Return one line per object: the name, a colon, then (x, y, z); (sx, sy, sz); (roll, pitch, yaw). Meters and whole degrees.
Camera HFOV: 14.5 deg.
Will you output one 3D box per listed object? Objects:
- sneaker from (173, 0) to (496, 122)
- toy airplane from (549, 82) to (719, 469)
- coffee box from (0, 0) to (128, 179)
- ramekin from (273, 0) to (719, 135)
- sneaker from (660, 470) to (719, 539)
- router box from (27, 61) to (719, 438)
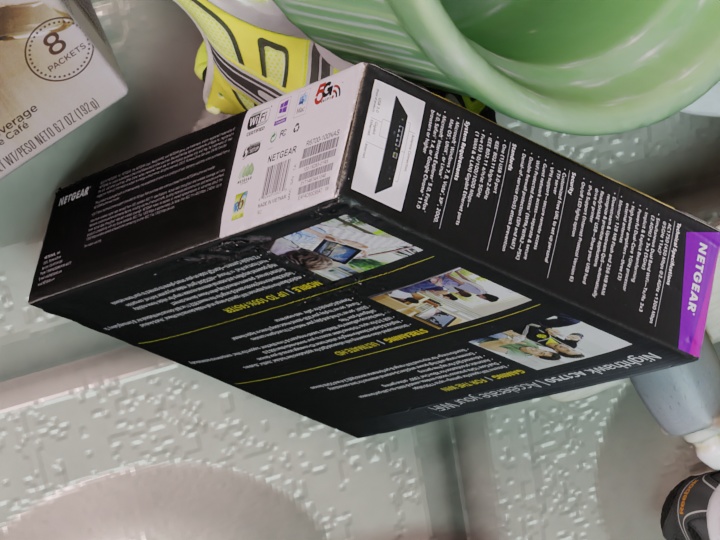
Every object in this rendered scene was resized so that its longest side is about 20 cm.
sneaker: (-0.012, -0.073, 0.990); (0.076, 0.075, 0.200); (-20, 126, 21)
toy airplane: (0.187, -0.009, 1.042); (0.199, 0.141, 0.200); (15, 121, -16)
coffee box: (-0.177, -0.111, 0.891); (0.113, 0.080, 0.200); (-34, 125, 4)
ramekin: (0.048, -0.146, 0.894); (0.200, 0.098, 0.200); (-9, 104, -41)
sneaker: (0.209, 0.128, 1.173); (0.200, 0.086, 0.080); (36, 74, -23)
router box: (0.000, 0.000, 0.962); (0.149, 0.200, 0.051); (24, 67, -29)
